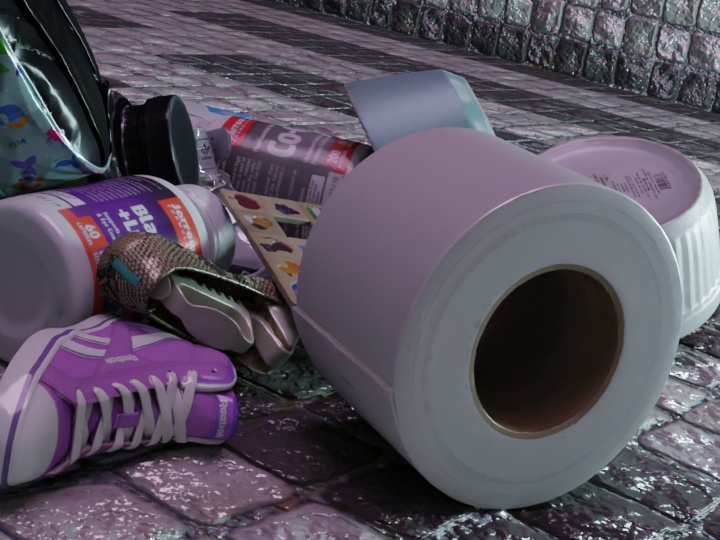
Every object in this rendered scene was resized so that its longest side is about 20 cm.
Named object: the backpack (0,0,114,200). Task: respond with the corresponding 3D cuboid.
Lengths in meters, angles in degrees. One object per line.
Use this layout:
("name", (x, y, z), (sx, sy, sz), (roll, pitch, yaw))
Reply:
("backpack", (-0.258, -0.143, 0.858), (0.150, 0.200, 0.178), (-26, 41, 9))

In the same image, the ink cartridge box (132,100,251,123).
("ink cartridge box", (-0.211, -0.138, 1.362), (0.115, 0.068, 0.200), (14, 17, 14))

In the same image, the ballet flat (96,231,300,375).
("ballet flat", (-0.088, 0.033, 0.823), (0.075, 0.068, 0.200), (40, 8, 39))

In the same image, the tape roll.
("tape roll", (0.077, 0.025, 0.763), (0.202, 0.204, 0.139), (0, 19, -29))

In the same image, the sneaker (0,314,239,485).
("sneaker", (-0.130, 0.075, 0.709), (0.114, 0.073, 0.200), (16, 17, 8))

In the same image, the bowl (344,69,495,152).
("bowl", (0.074, -0.106, 1.154), (0.105, 0.202, 0.201), (-26, 18, 4))

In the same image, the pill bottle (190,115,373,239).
("pill bottle", (-0.093, -0.082, 1.165), (0.199, 0.115, 0.114), (13, 17, 10))

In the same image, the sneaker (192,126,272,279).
("sneaker", (-0.124, -0.060, 1.066), (0.199, 0.116, 0.075), (18, 14, 27))

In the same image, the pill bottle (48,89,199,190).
("pill bottle", (-0.238, -0.086, 1.006), (0.199, 0.113, 0.112), (-8, 15, 7))

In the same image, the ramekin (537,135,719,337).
("ramekin", (0.213, -0.032, 1.071), (0.199, 0.106, 0.201), (-6, 35, 4))

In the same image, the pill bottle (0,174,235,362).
("pill bottle", (-0.177, -0.008, 0.878), (0.111, 0.112, 0.200), (18, 19, 24))

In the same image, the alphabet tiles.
("alphabet tiles", (0.000, 0.000, 0.914), (0.166, 0.008, 0.200), (8, 27, -31))
